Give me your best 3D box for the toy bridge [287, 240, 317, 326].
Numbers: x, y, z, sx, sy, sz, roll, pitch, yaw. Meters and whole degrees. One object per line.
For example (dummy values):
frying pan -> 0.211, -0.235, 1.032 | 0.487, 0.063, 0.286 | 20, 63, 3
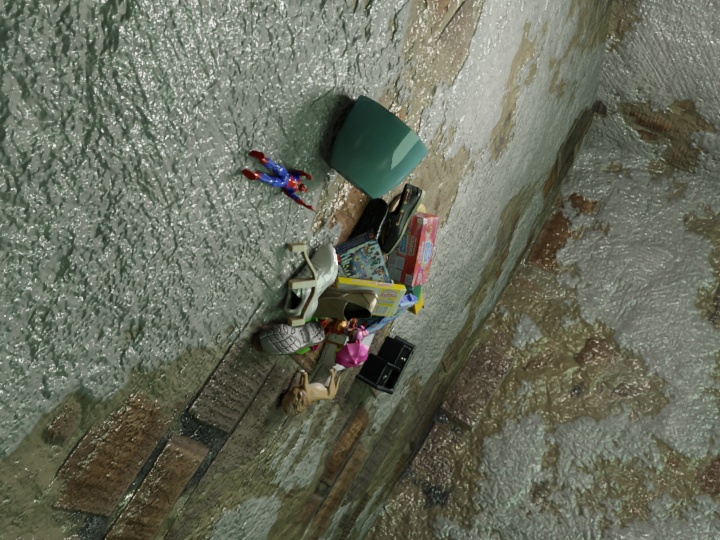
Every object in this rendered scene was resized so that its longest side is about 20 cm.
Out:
toy bridge -> -0.134, 0.028, 1.459 | 0.066, 0.027, 0.203 | -6, 108, -27

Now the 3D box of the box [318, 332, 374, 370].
box -> -0.039, 0.233, 1.905 | 0.199, 0.060, 0.118 | 6, 109, -65

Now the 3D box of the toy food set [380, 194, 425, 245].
toy food set -> 0.124, -0.139, 1.884 | 0.200, 0.048, 0.200 | -59, 156, -10

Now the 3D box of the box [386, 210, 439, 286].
box -> 0.148, -0.067, 1.798 | 0.095, 0.099, 0.203 | -11, 114, -53

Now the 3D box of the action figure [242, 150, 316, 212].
action figure -> -0.140, -0.175, 1.255 | 0.066, 0.098, 0.200 | -64, 159, 5

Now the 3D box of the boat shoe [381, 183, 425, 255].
boat shoe -> 0.103, -0.140, 1.707 | 0.203, 0.062, 0.074 | -63, -169, 16

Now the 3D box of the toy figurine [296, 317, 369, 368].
toy figurine -> -0.051, 0.175, 1.674 | 0.201, 0.182, 0.151 | -51, 154, -26

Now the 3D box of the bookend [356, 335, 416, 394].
bookend -> 0.096, 0.324, 2.233 | 0.202, 0.091, 0.199 | -62, 156, -6

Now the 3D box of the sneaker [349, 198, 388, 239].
sneaker -> 0.027, -0.091, 1.708 | 0.202, 0.075, 0.088 | -61, 161, -8

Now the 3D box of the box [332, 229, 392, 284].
box -> 0.000, 0.000, 1.644 | 0.135, 0.040, 0.201 | -23, 134, 0

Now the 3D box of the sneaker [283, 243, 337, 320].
sneaker -> -0.120, 0.027, 1.517 | 0.202, 0.074, 0.099 | -65, 153, 0

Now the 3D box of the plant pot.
plant pot -> 0.026, -0.261, 1.400 | 0.162, 0.200, 0.200 | -52, 156, 2

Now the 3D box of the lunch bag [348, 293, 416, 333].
lunch bag -> 0.069, 0.114, 1.847 | 0.198, 0.095, 0.150 | -28, 168, 23

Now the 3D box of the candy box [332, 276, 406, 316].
candy box -> 0.014, 0.072, 1.663 | 0.197, 0.027, 0.103 | 8, 126, -24

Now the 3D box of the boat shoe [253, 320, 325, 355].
boat shoe -> -0.178, 0.173, 1.538 | 0.198, 0.077, 0.073 | -2, 162, -44

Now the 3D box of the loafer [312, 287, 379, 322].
loafer -> -0.051, 0.089, 1.590 | 0.068, 0.197, 0.077 | -86, 167, -53

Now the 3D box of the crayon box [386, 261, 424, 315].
crayon box -> 0.136, 0.066, 2.017 | 0.052, 0.125, 0.201 | -52, 154, -21

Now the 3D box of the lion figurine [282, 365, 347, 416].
lion figurine -> -0.124, 0.337, 1.753 | 0.197, 0.072, 0.125 | -2, 92, -25
